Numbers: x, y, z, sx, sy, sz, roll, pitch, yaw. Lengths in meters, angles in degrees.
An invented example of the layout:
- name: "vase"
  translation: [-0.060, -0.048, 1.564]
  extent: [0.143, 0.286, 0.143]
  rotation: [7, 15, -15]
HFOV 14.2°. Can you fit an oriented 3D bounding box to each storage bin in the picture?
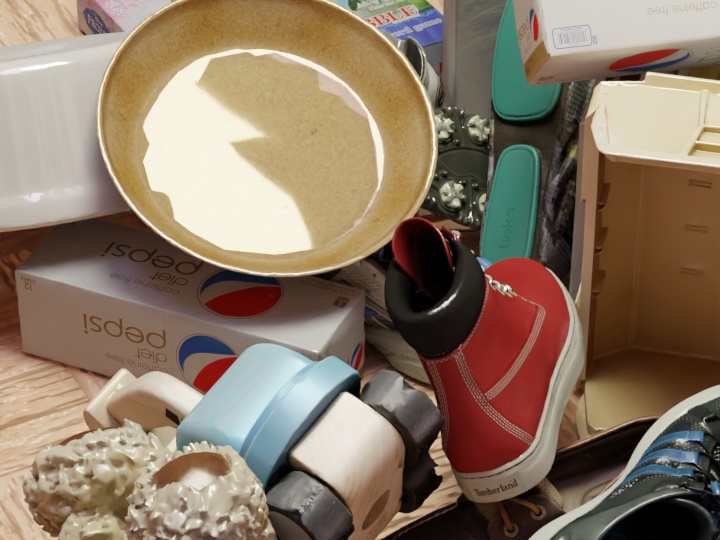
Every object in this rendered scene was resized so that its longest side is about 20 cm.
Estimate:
- name: "storage bin"
  translation: [0.218, 0.004, 1.608]
  extent: [0.198, 0.200, 0.094]
  rotation: [8, 36, 11]

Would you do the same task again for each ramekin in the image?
- name: "ramekin"
  translation: [-0.201, -0.085, 1.749]
  extent: [0.200, 0.098, 0.200]
  rotation: [-7, 9, 1]

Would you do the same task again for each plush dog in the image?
- name: "plush dog"
  translation: [-0.124, 0.184, 1.452]
  extent: [0.172, 0.161, 0.200]
  rotation: [-36, 19, -20]

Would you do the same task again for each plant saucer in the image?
- name: "plant saucer"
  translation: [-0.056, -0.075, 1.677]
  extent: [0.200, 0.035, 0.201]
  rotation: [5, 60, -8]

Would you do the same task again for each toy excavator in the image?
- name: "toy excavator"
  translation: [-0.063, 0.088, 1.536]
  extent: [0.200, 0.195, 0.100]
  rotation: [36, 66, 17]

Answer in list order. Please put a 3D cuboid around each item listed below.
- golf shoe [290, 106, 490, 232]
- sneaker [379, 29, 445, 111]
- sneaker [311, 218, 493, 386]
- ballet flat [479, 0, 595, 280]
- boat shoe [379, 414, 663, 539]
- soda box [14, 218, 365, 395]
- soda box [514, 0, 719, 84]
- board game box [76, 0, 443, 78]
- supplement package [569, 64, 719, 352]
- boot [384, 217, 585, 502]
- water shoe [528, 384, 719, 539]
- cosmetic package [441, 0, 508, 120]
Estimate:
- name: "golf shoe"
  translation: [0.020, -0.056, 1.789]
  extent: [0.200, 0.088, 0.077]
  rotation: [4, 70, -35]
- name: "sneaker"
  translation: [-0.041, -0.111, 1.838]
  extent: [0.199, 0.089, 0.074]
  rotation: [7, 76, 21]
- name: "sneaker"
  translation: [0.000, 0.000, 1.712]
  extent: [0.199, 0.085, 0.077]
  rotation: [14, 39, 19]
- name: "ballet flat"
  translation: [0.114, -0.083, 1.760]
  extent: [0.072, 0.201, 0.072]
  rotation: [7, 0, 0]
- name: "boat shoe"
  translation: [0.085, 0.127, 1.550]
  extent: [0.200, 0.072, 0.072]
  rotation: [-16, 39, -20]
- name: "soda box"
  translation: [-0.099, 0.030, 1.691]
  extent: [0.199, 0.064, 0.068]
  rotation: [14, 39, 20]
- name: "soda box"
  translation: [0.192, -0.153, 1.644]
  extent: [0.199, 0.068, 0.064]
  rotation: [-6, 80, -9]
- name: "board game box"
  translation: [-0.064, -0.165, 1.970]
  extent: [0.200, 0.041, 0.200]
  rotation: [-20, 41, -24]
- name: "supplement package"
  translation: [0.232, -0.040, 1.704]
  extent: [0.199, 0.156, 0.111]
  rotation: [8, 38, 11]
- name: "boot"
  translation: [0.062, 0.012, 1.551]
  extent: [0.072, 0.145, 0.200]
  rotation: [-17, 25, 17]
- name: "water shoe"
  translation: [0.169, 0.129, 1.514]
  extent: [0.200, 0.072, 0.079]
  rotation: [-38, 19, -30]
- name: "cosmetic package"
  translation: [0.154, -0.169, 1.841]
  extent: [0.199, 0.200, 0.123]
  rotation: [-2, 38, -1]
